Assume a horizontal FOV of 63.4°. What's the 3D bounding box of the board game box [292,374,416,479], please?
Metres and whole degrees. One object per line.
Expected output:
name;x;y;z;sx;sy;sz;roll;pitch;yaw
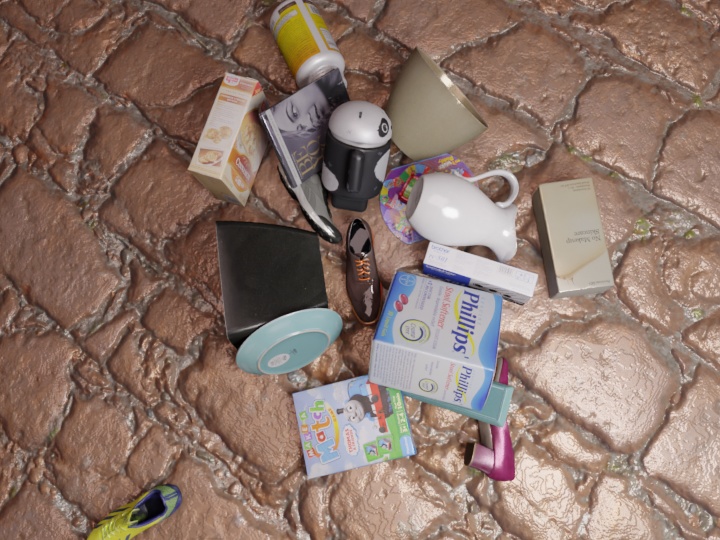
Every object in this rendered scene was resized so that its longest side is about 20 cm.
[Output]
board game box;-0.013;0.273;1.045;0.196;0.037;0.154;-16;76;9

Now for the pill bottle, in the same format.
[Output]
pill bottle;-0.102;-0.444;1.190;0.108;0.109;0.203;-26;75;0

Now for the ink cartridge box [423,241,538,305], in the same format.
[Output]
ink cartridge box;0.213;0.007;1.058;0.197;0.094;0.045;18;80;10

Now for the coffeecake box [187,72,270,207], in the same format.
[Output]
coffeecake box;-0.244;-0.250;1.138;0.072;0.154;0.203;16;79;9

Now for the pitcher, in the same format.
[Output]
pitcher;0.190;-0.122;1.051;0.197;0.121;0.175;17;73;-13

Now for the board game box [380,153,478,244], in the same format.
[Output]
board game box;0.134;-0.148;1.130;0.196;0.039;0.161;-15;76;2

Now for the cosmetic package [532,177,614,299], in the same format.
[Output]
cosmetic package;0.385;-0.057;1.065;0.101;0.073;0.204;-8;75;4

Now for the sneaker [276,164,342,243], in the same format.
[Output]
sneaker;-0.088;-0.142;1.139;0.079;0.074;0.202;-30;75;-7

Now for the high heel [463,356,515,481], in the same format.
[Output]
high heel;0.248;0.260;1.025;0.095;0.067;0.203;23;78;-14

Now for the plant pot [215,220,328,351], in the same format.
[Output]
plant pot;-0.153;0.024;1.055;0.174;0.200;0.204;-9;76;-8

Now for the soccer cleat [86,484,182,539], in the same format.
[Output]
soccer cleat;-0.412;0.444;1.032;0.198;0.084;0.065;-32;76;-1

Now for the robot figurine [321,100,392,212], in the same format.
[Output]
robot figurine;-0.006;-0.211;1.085;0.123;0.203;0.150;-17;43;-33

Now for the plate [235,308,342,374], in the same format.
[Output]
plate;-0.118;0.134;1.012;0.198;0.201;0.026;-28;61;-1

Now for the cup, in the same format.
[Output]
cup;0.124;-0.295;1.104;0.143;0.199;0.202;-41;75;22

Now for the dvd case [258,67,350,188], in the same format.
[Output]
dvd case;-0.086;-0.272;1.108;0.199;0.150;0.016;-40;32;-28

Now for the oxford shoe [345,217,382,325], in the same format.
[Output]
oxford shoe;0.000;0.000;1.094;0.070;0.073;0.204;-10;76;3

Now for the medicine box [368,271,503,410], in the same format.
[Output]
medicine box;0.131;0.114;0.994;0.196;0.104;0.183;12;40;9

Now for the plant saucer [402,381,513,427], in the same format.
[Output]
plant saucer;0.163;0.210;1.019;0.197;0.019;0.071;12;78;31
